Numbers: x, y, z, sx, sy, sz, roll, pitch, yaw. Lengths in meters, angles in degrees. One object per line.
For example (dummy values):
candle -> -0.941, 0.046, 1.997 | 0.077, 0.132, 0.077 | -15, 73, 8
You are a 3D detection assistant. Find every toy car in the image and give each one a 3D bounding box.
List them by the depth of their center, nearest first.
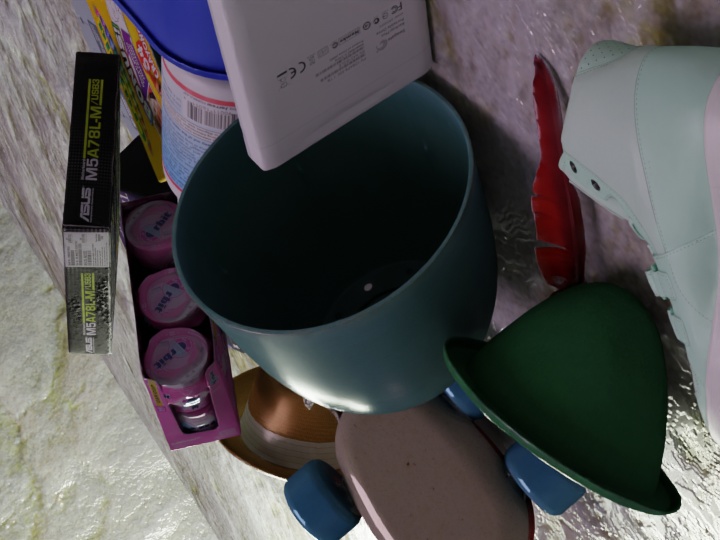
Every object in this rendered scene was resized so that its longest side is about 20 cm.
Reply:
toy car -> 0.075, 0.167, 1.144 | 0.177, 0.184, 0.200 | 51, -169, 16

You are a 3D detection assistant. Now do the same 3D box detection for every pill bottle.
pill bottle -> -0.099, -0.111, 1.116 | 0.109, 0.108, 0.201 | 49, 152, 25

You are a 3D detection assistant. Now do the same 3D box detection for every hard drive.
hard drive -> -0.024, -0.163, 0.821 | 0.027, 0.131, 0.201 | 44, 159, 34

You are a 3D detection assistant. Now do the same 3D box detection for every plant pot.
plant pot -> 0.000, 0.000, 0.951 | 0.200, 0.200, 0.161 | 42, 168, 40

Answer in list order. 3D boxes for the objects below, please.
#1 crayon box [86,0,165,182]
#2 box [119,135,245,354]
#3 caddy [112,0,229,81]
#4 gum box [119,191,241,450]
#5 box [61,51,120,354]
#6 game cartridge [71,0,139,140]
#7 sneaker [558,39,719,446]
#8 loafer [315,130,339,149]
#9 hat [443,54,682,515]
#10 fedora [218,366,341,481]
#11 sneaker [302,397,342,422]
crayon box -> -0.177, -0.187, 1.284 | 0.202, 0.058, 0.172 | 69, 161, -4
box -> -0.173, -0.026, 1.508 | 0.140, 0.079, 0.201 | 17, 141, 33
caddy -> -0.090, -0.205, 0.922 | 0.200, 0.141, 0.105 | 49, 156, 27
gum box -> -0.155, 0.046, 1.259 | 0.114, 0.065, 0.201 | 79, 178, -53
box -> -0.239, -0.057, 1.310 | 0.201, 0.047, 0.195 | 104, 164, -55
game cartridge -> -0.235, -0.203, 1.508 | 0.133, 0.041, 0.201 | 44, 158, 50
sneaker -> 0.152, -0.016, 0.683 | 0.118, 0.073, 0.202 | 26, 135, 48
loafer -> -0.029, -0.083, 1.079 | 0.073, 0.071, 0.201 | 50, 161, 23
hat -> 0.155, 0.019, 0.838 | 0.166, 0.177, 0.199 | 42, -165, 36
fedora -> -0.041, 0.112, 1.313 | 0.200, 0.199, 0.083 | 41, 128, 43
sneaker -> -0.006, 0.099, 1.193 | 0.200, 0.076, 0.090 | 32, -128, -55
